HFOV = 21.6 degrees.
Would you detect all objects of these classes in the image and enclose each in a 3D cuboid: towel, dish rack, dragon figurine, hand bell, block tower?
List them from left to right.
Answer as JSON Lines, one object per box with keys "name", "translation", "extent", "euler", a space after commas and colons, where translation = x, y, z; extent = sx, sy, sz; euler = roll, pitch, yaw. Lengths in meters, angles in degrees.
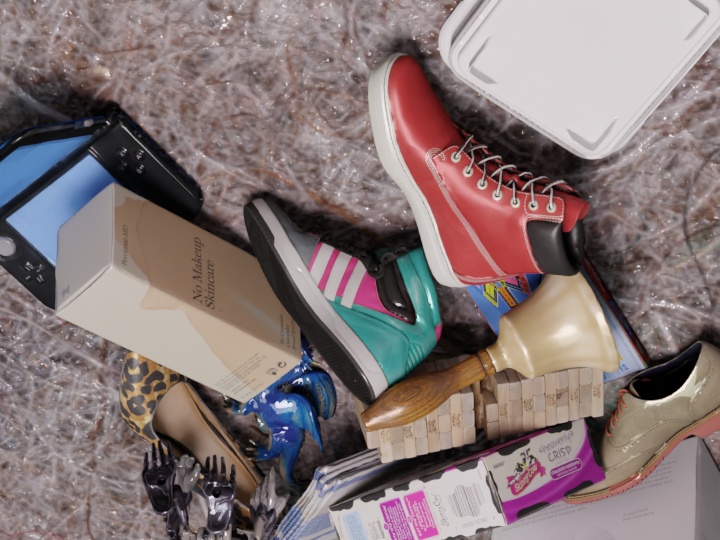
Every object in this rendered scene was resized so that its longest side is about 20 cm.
{"name": "dragon figurine", "translation": [-0.056, 0.124, 1.654], "extent": [0.099, 0.059, 0.201], "euler": [-11, 122, 21]}
{"name": "towel", "translation": [-0.026, 0.221, 1.686], "extent": [0.024, 0.146, 0.201], "euler": [52, 131, 22]}
{"name": "hand bell", "translation": [0.091, 0.074, 1.477], "extent": [0.199, 0.104, 0.105], "euler": [-25, 122, -6]}
{"name": "block tower", "translation": [0.096, 0.102, 1.540], "extent": [0.198, 0.058, 0.054], "euler": [-10, 123, -7]}
{"name": "dish rack", "translation": [0.167, -0.176, 1.388], "extent": [0.171, 0.044, 0.200], "euler": [32, 126, -10]}

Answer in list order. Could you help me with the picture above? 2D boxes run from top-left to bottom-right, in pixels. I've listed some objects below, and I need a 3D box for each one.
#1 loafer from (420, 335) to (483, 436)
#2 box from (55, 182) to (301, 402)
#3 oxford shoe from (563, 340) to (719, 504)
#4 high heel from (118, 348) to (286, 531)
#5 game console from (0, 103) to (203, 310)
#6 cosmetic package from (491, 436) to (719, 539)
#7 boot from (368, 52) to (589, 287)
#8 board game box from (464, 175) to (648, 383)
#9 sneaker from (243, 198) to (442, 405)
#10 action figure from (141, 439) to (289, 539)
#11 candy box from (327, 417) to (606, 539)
{"name": "loafer", "translation": [0.035, 0.079, 1.593], "extent": [0.199, 0.068, 0.076], "euler": [31, 127, -11]}
{"name": "box", "translation": [-0.147, 0.020, 1.537], "extent": [0.199, 0.096, 0.078], "euler": [28, 131, -36]}
{"name": "oxford shoe", "translation": [0.230, 0.122, 1.580], "extent": [0.200, 0.071, 0.075], "euler": [-38, 118, 22]}
{"name": "high heel", "translation": [-0.133, 0.146, 1.648], "extent": [0.142, 0.071, 0.201], "euler": [25, 149, 33]}
{"name": "game console", "translation": [-0.259, -0.036, 1.542], "extent": [0.199, 0.119, 0.171], "euler": [-32, 114, 31]}
{"name": "cosmetic package", "translation": [0.218, 0.272, 1.613], "extent": [0.198, 0.201, 0.123], "euler": [-18, 123, 25]}
{"name": "boot", "translation": [0.096, -0.081, 1.428], "extent": [0.143, 0.072, 0.201], "euler": [-5, 121, 39]}
{"name": "board game box", "translation": [0.148, 0.020, 1.554], "extent": [0.102, 0.020, 0.201], "euler": [-21, 119, 24]}
{"name": "sneaker", "translation": [0.000, 0.000, 1.531], "extent": [0.201, 0.120, 0.084], "euler": [53, 161, 20]}
{"name": "action figure", "translation": [-0.119, 0.206, 1.595], "extent": [0.118, 0.103, 0.200], "euler": [5, 153, 10]}
{"name": "candy box", "translation": [0.087, 0.188, 1.588], "extent": [0.199, 0.136, 0.062], "euler": [-26, 83, 45]}
